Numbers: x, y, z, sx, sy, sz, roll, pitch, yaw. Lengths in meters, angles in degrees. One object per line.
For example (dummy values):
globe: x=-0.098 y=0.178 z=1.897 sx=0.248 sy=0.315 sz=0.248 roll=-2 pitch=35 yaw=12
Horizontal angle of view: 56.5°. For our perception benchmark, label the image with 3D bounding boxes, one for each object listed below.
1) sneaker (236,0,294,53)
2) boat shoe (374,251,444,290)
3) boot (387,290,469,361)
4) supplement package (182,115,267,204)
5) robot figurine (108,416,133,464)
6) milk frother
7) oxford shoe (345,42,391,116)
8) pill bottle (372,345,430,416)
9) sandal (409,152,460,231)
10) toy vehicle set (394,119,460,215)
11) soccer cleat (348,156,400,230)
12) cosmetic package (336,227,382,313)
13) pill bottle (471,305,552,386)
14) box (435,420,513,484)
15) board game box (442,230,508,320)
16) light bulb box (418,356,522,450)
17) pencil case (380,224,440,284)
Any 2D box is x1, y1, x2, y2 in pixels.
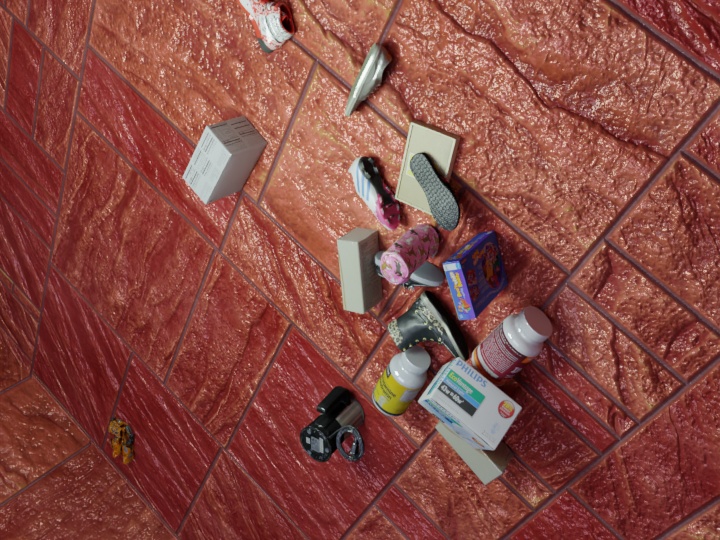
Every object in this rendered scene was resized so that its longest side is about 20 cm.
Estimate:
sneaker: x=-0.239 y=-0.664 z=1.682 sx=0.106 sy=0.067 sz=0.205 roll=-18 pitch=103 yaw=38
boat shoe: x=0.123 y=0.013 z=1.726 sx=0.195 sy=0.074 sz=0.069 roll=16 pitch=128 yaw=22
boot: x=0.176 y=0.176 z=1.740 sx=0.153 sy=0.073 sz=0.206 roll=-38 pitch=80 yaw=24
supplement package: x=-0.382 y=-0.311 z=1.888 sx=0.111 sy=0.155 sz=0.200 roll=47 pitch=130 yaw=8
robot figurine: x=-1.043 y=0.737 z=2.917 sx=0.142 sy=0.058 sz=0.204 roll=17 pitch=121 yaw=28
milk frother: x=-0.044 y=0.468 z=1.982 sx=0.198 sy=0.187 sz=0.183 roll=32 pitch=127 yaw=19
oxford shoe: x=0.016 y=-0.445 z=1.601 sx=0.057 sy=0.076 sz=0.201 roll=20 pitch=132 yaw=-17
pill bottle: x=0.116 y=0.299 z=1.838 sx=0.111 sy=0.112 sz=0.202 roll=38 pitch=128 yaw=15
sandal: x=0.184 y=-0.189 z=1.579 sx=0.075 sy=0.045 sz=0.203 roll=-36 pitch=74 yaw=35
toy vehicle set: x=0.158 y=-0.244 z=1.611 sx=0.123 sy=0.026 sz=0.204 roll=27 pitch=124 yaw=23
soccer cleat: x=0.035 y=-0.193 z=1.708 sx=0.086 sy=0.069 sz=0.203 roll=-21 pitch=95 yaw=56
cosmetic package: x=0.000 y=0.000 z=1.790 sx=0.072 sy=0.103 sz=0.205 roll=9 pitch=115 yaw=33
pill bottle: x=0.363 y=0.179 z=1.602 sx=0.113 sy=0.112 sz=0.201 roll=44 pitch=130 yaw=10
box: x=0.304 y=0.454 z=1.786 sx=0.200 sy=0.095 sz=0.078 roll=47 pitch=130 yaw=7
board game box: x=0.267 y=0.008 z=1.535 sx=0.044 sy=0.199 sz=0.137 roll=-8 pitch=106 yaw=37
light bulb box: x=0.264 y=0.331 z=1.651 sx=0.197 sy=0.126 sz=0.200 roll=38 pitch=167 yaw=6
pencil case: x=0.121 y=-0.041 z=1.619 sx=0.085 sy=0.199 sz=0.085 roll=18 pitch=123 yaw=25
